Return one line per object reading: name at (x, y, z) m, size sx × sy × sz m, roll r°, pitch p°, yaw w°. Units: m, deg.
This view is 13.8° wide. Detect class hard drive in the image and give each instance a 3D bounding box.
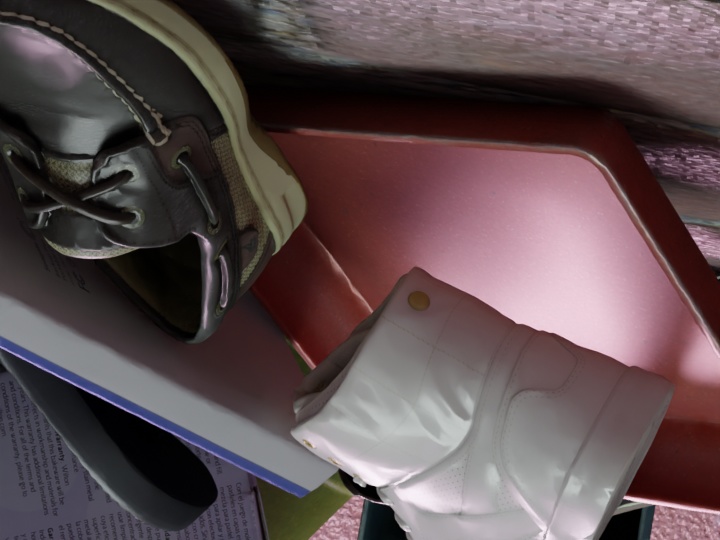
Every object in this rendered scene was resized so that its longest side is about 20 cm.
hard drive at (-0.093, -0.006, 1.004) m, size 0.200 × 0.025 × 0.132 m, roll 32°, pitch -156°, yaw -51°

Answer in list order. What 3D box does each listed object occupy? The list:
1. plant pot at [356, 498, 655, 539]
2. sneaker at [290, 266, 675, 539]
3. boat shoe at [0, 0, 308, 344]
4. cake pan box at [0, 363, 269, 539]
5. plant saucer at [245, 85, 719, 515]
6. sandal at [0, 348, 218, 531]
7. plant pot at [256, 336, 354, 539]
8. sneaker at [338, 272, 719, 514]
plant pot at (0.094, 0.088, 1.557) m, size 0.141 × 0.142 × 0.200 m, roll 10°, pitch -178°, yaw 11°
sneaker at (0.029, 0.070, 1.020) m, size 0.115 × 0.074 × 0.200 m, roll 28°, pitch 145°, yaw 8°
boat shoe at (-0.072, -0.033, 0.896) m, size 0.071 × 0.066 × 0.201 m, roll 12°, pitch 163°, yaw 23°
cake pan box at (-0.125, 0.120, 1.135) m, size 0.183 × 0.201 × 0.052 m, roll -13°, pitch -160°, yaw -7°
plant saucer at (0.046, 0.005, 0.999) m, size 0.199 × 0.037 × 0.200 m, roll 6°, pitch 146°, yaw 40°
sandal at (-0.103, 0.017, 1.029) m, size 0.200 × 0.043 × 0.076 m, roll 53°, pitch -176°, yaw -32°
plant pot at (-0.095, 0.083, 1.246) m, size 0.200 × 0.190 × 0.200 m, roll 35°, pitch 180°, yaw 0°
sneaker at (0.094, 0.053, 1.143) m, size 0.199 × 0.075 × 0.106 m, roll -30°, pitch 160°, yaw 16°
